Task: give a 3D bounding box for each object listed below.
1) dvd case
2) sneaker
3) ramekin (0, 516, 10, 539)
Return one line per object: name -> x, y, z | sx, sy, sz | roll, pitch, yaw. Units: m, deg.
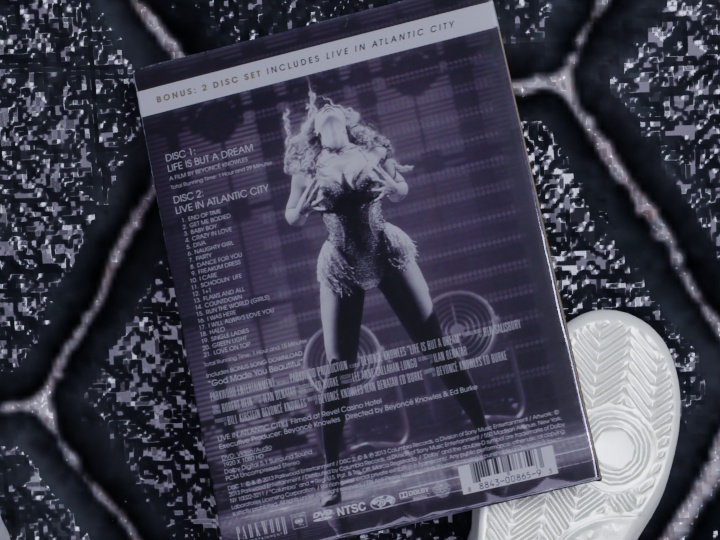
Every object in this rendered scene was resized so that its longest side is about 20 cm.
dvd case -> 0.000, 0.000, 0.898 | 0.148, 0.016, 0.201 | -14, 79, 7
sneaker -> 0.070, 0.114, 0.922 | 0.075, 0.085, 0.201 | 21, 77, -1
ramekin -> -0.230, 0.139, 0.935 | 0.201, 0.094, 0.204 | 1, 101, 5
